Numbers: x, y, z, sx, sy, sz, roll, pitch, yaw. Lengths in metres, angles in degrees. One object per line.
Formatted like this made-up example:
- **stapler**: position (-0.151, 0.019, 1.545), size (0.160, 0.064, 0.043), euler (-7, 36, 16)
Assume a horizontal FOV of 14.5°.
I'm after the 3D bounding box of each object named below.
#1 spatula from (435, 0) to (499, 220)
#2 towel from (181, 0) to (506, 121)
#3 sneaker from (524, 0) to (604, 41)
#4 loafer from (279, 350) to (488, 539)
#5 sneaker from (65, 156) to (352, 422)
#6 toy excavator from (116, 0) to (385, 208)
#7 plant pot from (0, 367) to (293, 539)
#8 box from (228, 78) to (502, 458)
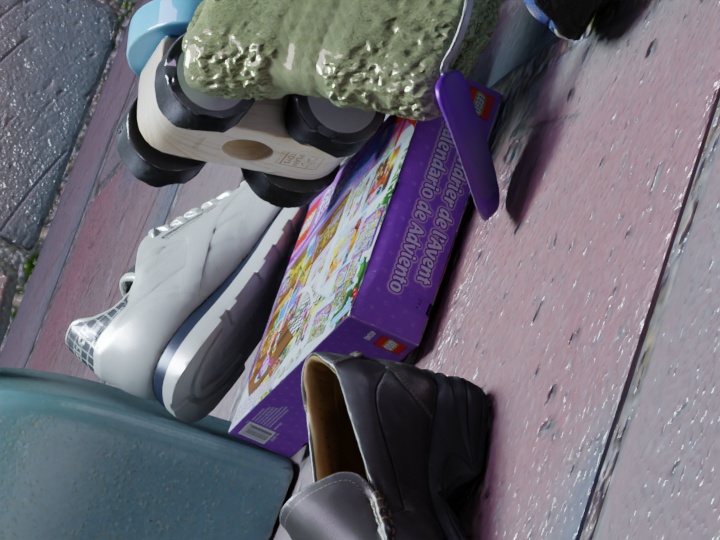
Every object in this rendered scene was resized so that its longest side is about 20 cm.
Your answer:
- **spatula**: position (0.043, -0.123, 1.216), size (0.057, 0.020, 0.201), euler (-40, -53, -73)
- **towel**: position (0.012, -0.155, 1.317), size (0.200, 0.148, 0.037), euler (-66, -31, -28)
- **sneaker**: position (0.078, -0.174, 1.225), size (0.200, 0.089, 0.079), euler (-85, 20, -51)
- **loafer**: position (0.001, 0.107, 1.079), size (0.073, 0.072, 0.200), euler (-59, 14, 32)
- **sneaker**: position (-0.073, -0.009, 1.513), size (0.200, 0.080, 0.077), euler (-48, -30, -37)
- **toy excavator**: position (-0.016, -0.138, 1.409), size (0.100, 0.194, 0.201), euler (136, 142, -65)
- **plant pot**: position (-0.175, 0.148, 1.507), size (0.196, 0.200, 0.196), euler (-163, 95, -79)
- **box**: position (0.000, 0.000, 1.377), size (0.200, 0.039, 0.137), euler (135, 156, -64)
